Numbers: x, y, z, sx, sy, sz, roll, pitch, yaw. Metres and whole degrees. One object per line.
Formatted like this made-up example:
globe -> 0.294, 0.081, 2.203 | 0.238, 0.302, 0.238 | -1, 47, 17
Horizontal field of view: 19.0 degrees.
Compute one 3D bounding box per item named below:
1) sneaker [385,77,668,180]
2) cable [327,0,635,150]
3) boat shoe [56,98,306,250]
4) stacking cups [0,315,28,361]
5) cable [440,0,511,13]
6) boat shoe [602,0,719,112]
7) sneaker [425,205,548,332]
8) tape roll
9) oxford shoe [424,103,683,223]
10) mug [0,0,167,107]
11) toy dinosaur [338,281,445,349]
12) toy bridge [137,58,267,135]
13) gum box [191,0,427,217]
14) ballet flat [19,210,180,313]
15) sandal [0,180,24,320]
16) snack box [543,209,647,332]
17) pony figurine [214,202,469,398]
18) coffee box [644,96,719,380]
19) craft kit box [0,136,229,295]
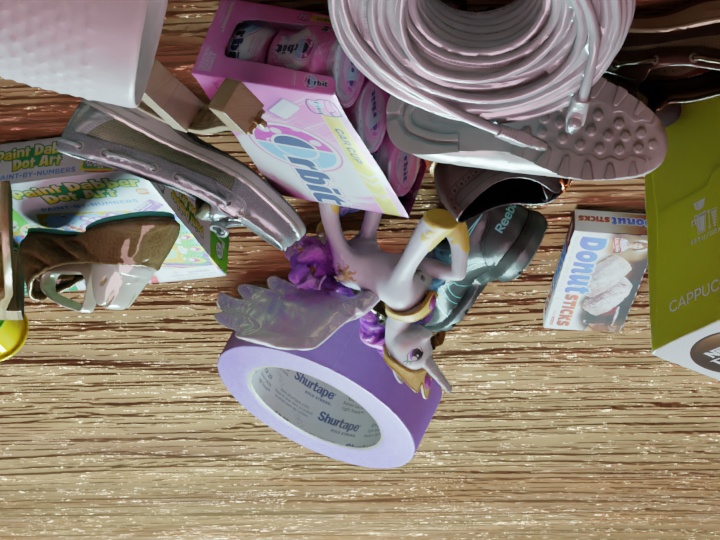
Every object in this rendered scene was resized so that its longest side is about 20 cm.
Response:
sneaker -> 0.121, -0.101, 1.526 | 0.200, 0.076, 0.081 | 10, 173, 14
cable -> 0.080, -0.184, 1.404 | 0.200, 0.069, 0.200 | 17, 135, -10
boat shoe -> -0.135, -0.069, 1.647 | 0.202, 0.065, 0.074 | 32, 175, -18
stacking cups -> -0.363, 0.016, 1.912 | 0.060, 0.061, 0.200 | -5, 153, 16
cable -> 0.049, -0.146, 1.554 | 0.097, 0.050, 0.200 | 19, 149, -28
boat shoe -> 0.194, -0.139, 1.526 | 0.202, 0.075, 0.075 | -12, 150, 28
sneaker -> 0.082, -0.014, 1.821 | 0.079, 0.075, 0.200 | 31, 145, -11
tape roll -> -0.029, 0.102, 1.974 | 0.200, 0.066, 0.200 | 23, 154, 12
oxford shoe -> 0.152, -0.086, 1.609 | 0.200, 0.073, 0.071 | -18, 152, 2
mug -> -0.214, -0.195, 1.399 | 0.175, 0.148, 0.200 | 12, -176, -2
toy dinosaur -> 0.022, 0.060, 1.992 | 0.106, 0.060, 0.200 | 17, 152, 20
toy bridge -> -0.137, -0.125, 1.530 | 0.200, 0.027, 0.067 | 20, 164, 40
gum box -> -0.033, -0.119, 1.567 | 0.113, 0.066, 0.200 | 11, 159, 23
ballet flat -> -0.209, -0.003, 1.702 | 0.068, 0.072, 0.200 | 10, 169, -41
sandal -> -0.314, -0.008, 1.748 | 0.070, 0.078, 0.212 | -1, 159, -6
snack box -> 0.207, 0.002, 1.873 | 0.072, 0.024, 0.200 | 5, 154, -1
pony figurine -> 0.000, 0.000, 1.742 | 0.193, 0.167, 0.200 | 24, 132, 19
coffee box -> 0.347, -0.029, 1.594 | 0.198, 0.200, 0.200 | 21, 148, -32
craft kit box -> -0.235, -0.046, 1.797 | 0.200, 0.049, 0.198 | -6, 150, 17
